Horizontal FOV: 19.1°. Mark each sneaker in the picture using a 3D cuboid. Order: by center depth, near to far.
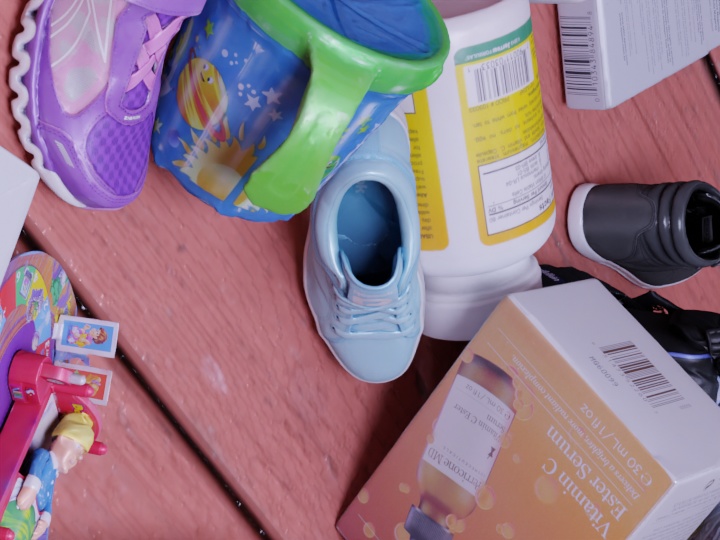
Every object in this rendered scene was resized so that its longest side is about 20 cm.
[{"bbox_3d":[-0.115,-0.128,1.051,0.080,0.088,0.202,-6,101,-55],"label":"sneaker"},{"bbox_3d":[0.000,0.000,1.207,0.082,0.073,0.201,-89,173,-50],"label":"sneaker"},{"bbox_3d":[0.238,-0.023,1.551,0.199,0.099,0.071,13,83,-56],"label":"sneaker"}]

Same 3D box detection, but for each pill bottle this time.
[{"bbox_3d":[0.058,-0.066,1.281,0.113,0.112,0.202,-34,122,-47],"label":"pill bottle"}]

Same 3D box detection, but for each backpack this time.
[{"bbox_3d":[0.174,0.081,1.413,0.190,0.199,0.155,-18,119,-61],"label":"backpack"}]

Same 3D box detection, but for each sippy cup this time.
[{"bbox_3d":[-0.043,-0.100,1.104,0.131,0.139,0.178,-54,169,27],"label":"sippy cup"}]

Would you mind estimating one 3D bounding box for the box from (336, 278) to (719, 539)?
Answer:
[{"bbox_3d":[0.108,0.131,1.275,0.106,0.152,0.201,-8,139,-53],"label":"box"}]

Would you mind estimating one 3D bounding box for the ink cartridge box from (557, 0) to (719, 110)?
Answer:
[{"bbox_3d":[0.197,-0.234,1.512,0.200,0.043,0.198,-30,118,-51],"label":"ink cartridge box"}]

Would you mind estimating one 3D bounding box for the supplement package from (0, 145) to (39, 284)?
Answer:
[{"bbox_3d":[-0.240,-0.018,0.796,0.114,0.199,0.110,38,66,-51],"label":"supplement package"}]

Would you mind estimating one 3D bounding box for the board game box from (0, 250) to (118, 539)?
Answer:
[{"bbox_3d":[-0.153,0.093,1.012,0.158,0.039,0.202,-18,117,-77],"label":"board game box"}]

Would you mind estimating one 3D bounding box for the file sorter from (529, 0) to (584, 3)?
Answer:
[{"bbox_3d":[0.073,-0.269,1.262,0.200,0.124,0.140,50,55,-45],"label":"file sorter"}]

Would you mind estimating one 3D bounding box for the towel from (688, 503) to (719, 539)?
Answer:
[{"bbox_3d":[0.205,0.188,1.463,0.048,0.199,0.171,49,53,-15],"label":"towel"}]
